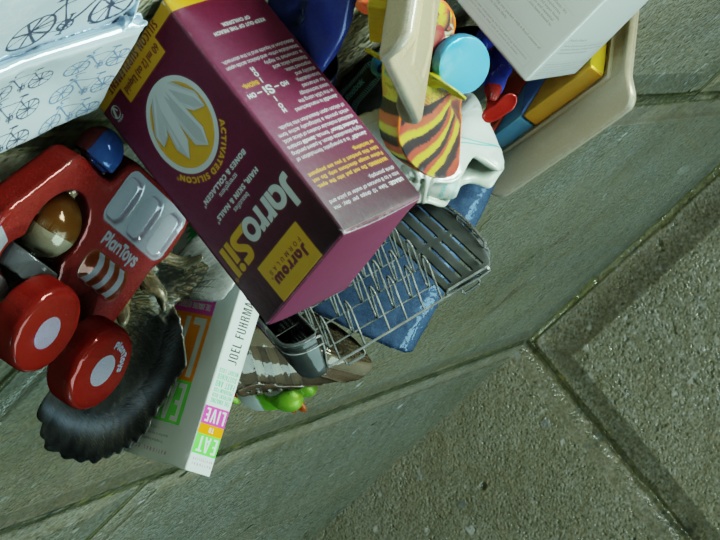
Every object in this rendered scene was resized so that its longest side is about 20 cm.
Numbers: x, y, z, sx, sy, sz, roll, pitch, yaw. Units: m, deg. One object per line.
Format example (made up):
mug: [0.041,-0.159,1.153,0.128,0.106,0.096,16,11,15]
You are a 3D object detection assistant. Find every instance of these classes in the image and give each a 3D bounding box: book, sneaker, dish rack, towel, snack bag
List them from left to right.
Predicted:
snack bag: [-0.201,-0.128,1.242,0.188,0.021,0.200,-28,164,-40]
book: [-0.134,0.056,1.649,0.048,0.133,0.201,21,82,-36]
sneaker: [-0.083,0.073,1.780,0.199,0.071,0.076,18,116,-36]
dish rack: [0.000,0.000,1.670,0.199,0.153,0.055,-30,128,-12]
towel: [0.040,-0.036,1.812,0.201,0.111,0.049,-65,168,8]
sneaker: [0.041,-0.090,1.693,0.200,0.080,0.070,-18,156,-36]
sneaker: [0.062,-0.169,1.755,0.200,0.073,0.082,-30,163,-40]

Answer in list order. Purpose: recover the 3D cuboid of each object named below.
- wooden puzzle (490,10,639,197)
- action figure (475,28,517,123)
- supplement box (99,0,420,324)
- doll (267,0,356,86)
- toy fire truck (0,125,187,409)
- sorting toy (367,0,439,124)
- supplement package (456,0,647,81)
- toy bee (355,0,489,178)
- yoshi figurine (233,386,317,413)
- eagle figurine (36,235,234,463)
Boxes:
wooden puzzle: [0.173,-0.184,1.808,0.185,0.037,0.201,-35,-143,41]
action figure: [0.117,-0.194,1.741,0.052,0.065,0.200,-42,-163,25]
supplement box: [-0.070,-0.081,1.373,0.086,0.200,0.110,-25,162,-46]
doll: [-0.042,-0.138,1.423,0.048,0.137,0.201,-20,145,-36]
toy fire truck: [-0.206,-0.014,1.416,0.168,0.112,0.200,-56,153,-8]
sorting toy: [0.034,-0.211,1.399,0.200,0.036,0.186,68,31,-79]
supplement package: [0.183,-0.265,1.655,0.200,0.121,0.120,-44,167,25]
toy bee: [0.040,-0.177,1.614,0.108,0.201,0.131,5,172,-28]
yoshi figurine: [-0.118,0.067,1.886,0.112,0.200,0.113,16,91,-42]
eagle figurine: [-0.194,0.034,1.622,0.152,0.151,0.200,-43,162,-39]
